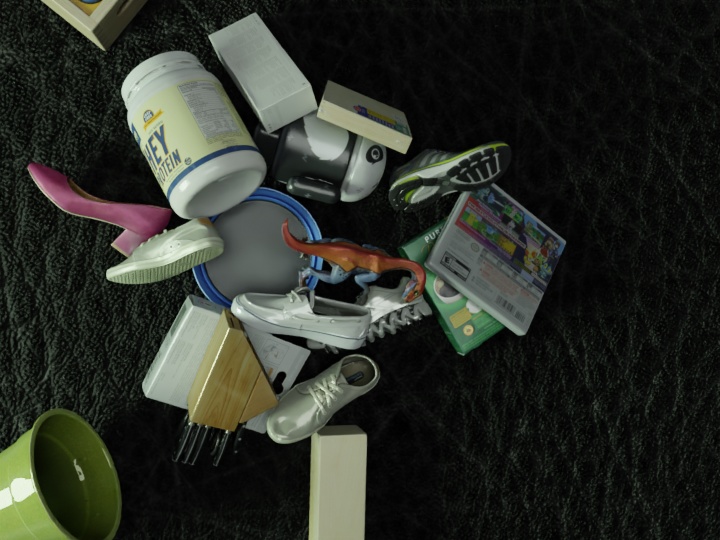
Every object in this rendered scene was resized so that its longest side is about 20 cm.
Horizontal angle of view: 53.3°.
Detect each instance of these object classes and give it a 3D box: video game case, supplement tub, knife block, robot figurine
[{"bbox_3d":[0.216,-0.027,1.125,0.200,0.023,0.183,35,68,-15],"label":"video game case"},{"bbox_3d":[-0.237,-0.190,1.014,0.145,0.145,0.200,-29,78,-7],"label":"supplement tub"},{"bbox_3d":[-0.216,0.179,1.029,0.175,0.064,0.201,-25,118,-8],"label":"knife block"},{"bbox_3d":[-0.060,-0.178,1.065,0.199,0.125,0.151,17,93,-8],"label":"robot figurine"}]

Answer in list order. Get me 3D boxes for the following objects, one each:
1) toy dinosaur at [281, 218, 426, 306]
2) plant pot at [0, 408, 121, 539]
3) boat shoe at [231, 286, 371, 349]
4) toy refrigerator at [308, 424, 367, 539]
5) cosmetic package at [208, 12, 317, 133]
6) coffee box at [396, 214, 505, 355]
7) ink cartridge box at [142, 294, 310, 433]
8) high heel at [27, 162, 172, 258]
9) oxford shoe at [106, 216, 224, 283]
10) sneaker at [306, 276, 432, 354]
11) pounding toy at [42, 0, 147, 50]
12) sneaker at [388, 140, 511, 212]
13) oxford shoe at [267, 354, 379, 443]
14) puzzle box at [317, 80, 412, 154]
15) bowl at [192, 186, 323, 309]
[{"bbox_3d":[0.000,0.000,1.037,0.181,0.200,0.106,0,77,14],"label":"toy dinosaur"},{"bbox_3d":[-0.471,0.323,0.999,0.189,0.200,0.201,-25,95,6],"label":"plant pot"},{"bbox_3d":[-0.082,0.054,1.029,0.199,0.074,0.066,12,117,-13],"label":"boat shoe"},{"bbox_3d":[-0.037,0.346,1.111,0.076,0.070,0.201,1,92,-16],"label":"toy refrigerator"},{"bbox_3d":[-0.142,-0.287,1.033,0.082,0.051,0.200,-29,55,-5],"label":"cosmetic package"},{"bbox_3d":[0.159,0.018,1.143,0.123,0.044,0.200,-33,96,-9],"label":"coffee box"},{"bbox_3d":[-0.202,0.144,1.082,0.199,0.057,0.163,23,103,-30],"label":"ink cartridge box"},{"bbox_3d":[-0.376,-0.110,1.043,0.200,0.067,0.096,41,95,-12],"label":"high heel"},{"bbox_3d":[-0.284,-0.027,1.042,0.199,0.075,0.058,-20,74,22],"label":"oxford shoe"},{"bbox_3d":[0.007,0.072,1.116,0.199,0.075,0.081,-19,76,-7],"label":"sneaker"},{"bbox_3d":[-0.382,-0.461,1.002,0.184,0.142,0.200,38,86,-8],"label":"pounding toy"},{"bbox_3d":[0.132,-0.161,1.102,0.199,0.081,0.074,-17,136,3],"label":"sneaker"},{"bbox_3d":[-0.054,0.186,1.077,0.200,0.058,0.075,-30,73,-22],"label":"oxford shoe"},{"bbox_3d":[0.005,-0.227,1.041,0.133,0.200,0.026,22,110,-8],"label":"puzzle box"},{"bbox_3d":[-0.157,-0.025,1.097,0.200,0.039,0.202,0,91,-9],"label":"bowl"}]
